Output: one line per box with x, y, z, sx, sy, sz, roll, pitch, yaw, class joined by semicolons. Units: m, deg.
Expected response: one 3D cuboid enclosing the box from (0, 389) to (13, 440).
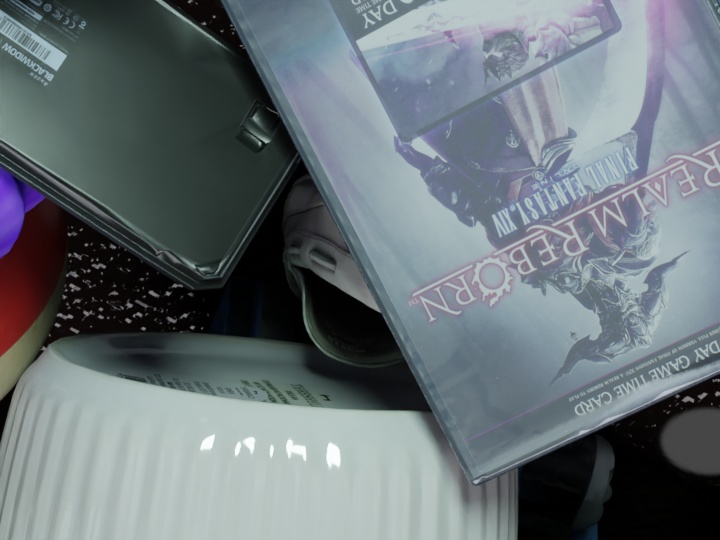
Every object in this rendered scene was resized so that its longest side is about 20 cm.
-0.238;0.039;1.091;0.075;0.100;0.200;-34;119;24;box

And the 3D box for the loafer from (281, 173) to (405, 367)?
0.000;0.000;0.991;0.070;0.070;0.200;21;168;-2;loafer

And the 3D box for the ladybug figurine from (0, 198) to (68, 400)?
-0.170;-0.013;0.970;0.135;0.200;0.072;18;131;-3;ladybug figurine

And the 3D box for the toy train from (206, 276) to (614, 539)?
0.012;0.084;1.112;0.199;0.087;0.115;19;126;-9;toy train

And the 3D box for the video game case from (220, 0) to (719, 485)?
0.050;-0.049;0.857;0.142;0.019;0.201;-27;92;23;video game case

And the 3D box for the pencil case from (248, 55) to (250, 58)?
0.054;-0.114;0.926;0.199;0.078;0.087;-9;110;17;pencil case

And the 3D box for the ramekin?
-0.037;0.086;0.961;0.199;0.200;0.106;7;97;2;ramekin

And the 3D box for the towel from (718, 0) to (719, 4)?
0.129;-0.118;0.858;0.144;0.024;0.201;-17;96;3;towel

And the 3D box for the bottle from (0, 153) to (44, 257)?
-0.135;-0.057;0.923;0.083;0.201;0.065;5;134;4;bottle

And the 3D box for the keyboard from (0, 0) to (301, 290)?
-0.099;-0.094;0.886;0.200;0.127;0.021;35;161;-8;keyboard
